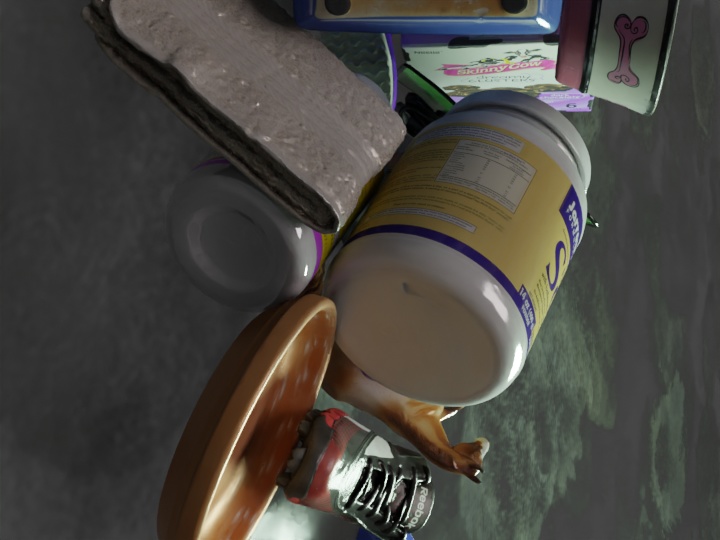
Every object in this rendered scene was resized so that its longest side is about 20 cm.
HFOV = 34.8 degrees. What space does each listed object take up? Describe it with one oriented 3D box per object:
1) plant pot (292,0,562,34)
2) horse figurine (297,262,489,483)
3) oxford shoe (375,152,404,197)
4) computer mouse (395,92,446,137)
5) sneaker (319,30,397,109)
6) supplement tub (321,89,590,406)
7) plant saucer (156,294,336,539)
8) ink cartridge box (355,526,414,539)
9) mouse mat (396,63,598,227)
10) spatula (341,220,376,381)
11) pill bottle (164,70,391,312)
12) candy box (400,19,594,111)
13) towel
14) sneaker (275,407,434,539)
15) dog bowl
[{"bbox_3d":[0.046,-0.255,0.742,0.180,0.199,0.201,-83,174,-61],"label":"plant pot"},{"bbox_3d":[0.017,0.076,0.877,0.200,0.050,0.133,37,30,0],"label":"horse figurine"},{"bbox_3d":[0.063,-0.028,1.060,0.200,0.071,0.074,45,70,-47],"label":"oxford shoe"},{"bbox_3d":[0.083,-0.093,1.044,0.053,0.138,0.200,-52,179,3],"label":"computer mouse"},{"bbox_3d":[0.004,-0.201,0.937,0.099,0.069,0.201,-31,116,-63],"label":"sneaker"},{"bbox_3d":[0.075,-0.021,0.809,0.200,0.145,0.146,-57,137,-39],"label":"supplement tub"},{"bbox_3d":[-0.073,0.104,0.718,0.200,0.037,0.201,23,90,-80],"label":"plant saucer"},{"bbox_3d":[0.041,0.312,0.998,0.201,0.044,0.094,63,34,-39],"label":"ink cartridge box"},{"bbox_3d":[0.108,-0.104,0.954,0.200,0.008,0.161,40,3,-6],"label":"mouse mat"},{"bbox_3d":[0.000,0.000,0.876,0.056,0.021,0.201,-1,56,-26],"label":"spatula"},{"bbox_3d":[-0.044,-0.065,0.791,0.200,0.104,0.105,-54,135,-50],"label":"pill bottle"},{"bbox_3d":[0.125,-0.198,1.008,0.200,0.167,0.072,46,45,-79],"label":"candy box"},{"bbox_3d":[-0.065,-0.121,0.715,0.200,0.034,0.133,40,40,-5],"label":"towel"},{"bbox_3d":[0.004,0.150,0.826,0.071,0.097,0.200,-63,163,-7],"label":"sneaker"},{"bbox_3d":[0.182,-0.213,0.809,0.200,0.073,0.202,7,90,-81],"label":"dog bowl"}]
